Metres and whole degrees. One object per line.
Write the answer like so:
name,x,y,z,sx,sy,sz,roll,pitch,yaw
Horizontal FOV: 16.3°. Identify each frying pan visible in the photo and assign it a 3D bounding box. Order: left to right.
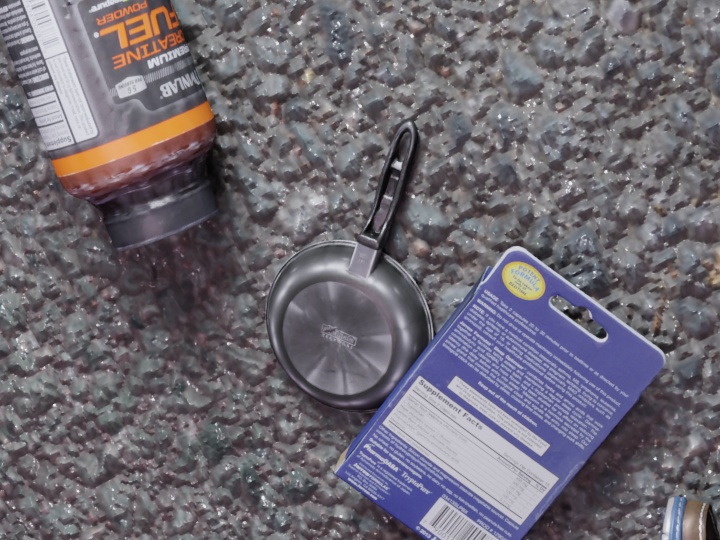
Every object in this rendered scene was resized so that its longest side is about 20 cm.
frying pan,0.012,0.013,1.565,0.115,0.031,0.190,43,119,4

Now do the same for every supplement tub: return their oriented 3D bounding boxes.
supplement tub,-0.153,-0.117,1.547,0.106,0.107,0.201,-17,100,25

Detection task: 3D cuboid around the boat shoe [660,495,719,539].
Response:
boat shoe,0.232,0.224,1.520,0.072,0.072,0.201,-10,112,19

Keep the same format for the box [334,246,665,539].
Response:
box,0.087,0.085,1.543,0.121,0.032,0.200,36,117,-2
